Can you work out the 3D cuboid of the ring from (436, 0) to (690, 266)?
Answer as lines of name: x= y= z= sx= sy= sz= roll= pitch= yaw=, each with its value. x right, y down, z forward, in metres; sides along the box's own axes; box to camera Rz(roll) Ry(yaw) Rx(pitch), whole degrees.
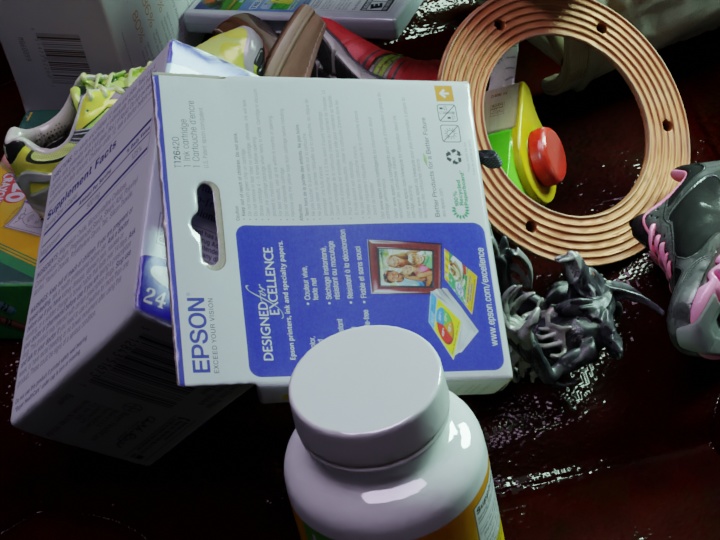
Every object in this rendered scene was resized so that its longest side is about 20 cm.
ring: x=0.138 y=-0.098 z=1.383 sx=0.200 sy=0.200 sz=0.019 roll=-41 pitch=6 yaw=-29

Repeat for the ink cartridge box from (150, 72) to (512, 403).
ink cartridge box: x=-0.021 y=-0.020 z=1.188 sx=0.200 sy=0.047 sz=0.198 roll=-1 pitch=68 yaw=-15

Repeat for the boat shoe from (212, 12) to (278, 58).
boat shoe: x=-0.077 y=-0.125 z=1.526 sx=0.074 sy=0.076 sz=0.200 roll=-27 pitch=42 yaw=-8

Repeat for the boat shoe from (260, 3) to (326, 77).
boat shoe: x=-0.056 y=-0.088 z=1.427 sx=0.064 sy=0.071 sz=0.200 roll=20 pitch=87 yaw=-6

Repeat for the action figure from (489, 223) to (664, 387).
action figure: x=0.090 y=0.031 z=1.282 sx=0.200 sy=0.102 sz=0.119 roll=-23 pitch=30 yaw=-9

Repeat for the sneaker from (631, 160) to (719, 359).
sneaker: x=0.220 y=-0.012 z=1.322 sx=0.095 sy=0.079 sz=0.200 roll=2 pitch=35 yaw=24

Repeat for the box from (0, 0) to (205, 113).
box: x=-0.200 y=-0.230 z=1.616 sx=0.106 sy=0.152 sz=0.200 roll=4 pitch=43 yaw=20

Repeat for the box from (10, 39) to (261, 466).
box: x=-0.126 y=-0.007 z=1.272 sx=0.105 sy=0.184 sz=0.200 roll=20 pitch=55 yaw=-25

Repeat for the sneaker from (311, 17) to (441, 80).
sneaker: x=0.028 y=-0.134 z=1.521 sx=0.085 sy=0.077 sz=0.200 roll=-25 pitch=48 yaw=-31

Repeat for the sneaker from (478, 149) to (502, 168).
sneaker: x=0.027 y=-0.035 z=1.267 sx=0.140 sy=0.078 sz=0.200 roll=-21 pitch=47 yaw=4

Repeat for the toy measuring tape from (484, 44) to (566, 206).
toy measuring tape: x=0.113 y=-0.104 z=1.439 sx=0.074 sy=0.074 sz=0.200 roll=-2 pitch=53 yaw=13

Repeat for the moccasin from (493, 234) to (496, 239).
moccasin: x=0.000 y=0.000 z=1.355 sx=0.200 sy=0.081 sz=0.068 roll=-28 pitch=39 yaw=-15

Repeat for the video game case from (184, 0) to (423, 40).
video game case: x=-0.025 y=-0.245 z=1.666 sx=0.182 sy=0.022 sz=0.200 roll=5 pitch=35 yaw=20

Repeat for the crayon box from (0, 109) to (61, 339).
crayon box: x=-0.212 y=-0.036 z=1.470 sx=0.119 sy=0.058 sz=0.200 roll=0 pitch=42 yaw=15

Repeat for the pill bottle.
pill bottle: x=0.019 y=0.130 z=1.109 sx=0.111 sy=0.200 sz=0.111 roll=-8 pitch=41 yaw=7

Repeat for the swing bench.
swing bench: x=0.208 y=-0.234 z=1.537 sx=0.199 sy=0.130 sz=0.200 roll=-21 pitch=46 yaw=-10

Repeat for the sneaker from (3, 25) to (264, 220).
sneaker: x=-0.155 y=-0.108 z=1.391 sx=0.200 sy=0.076 sz=0.075 roll=-35 pitch=36 yaw=3
